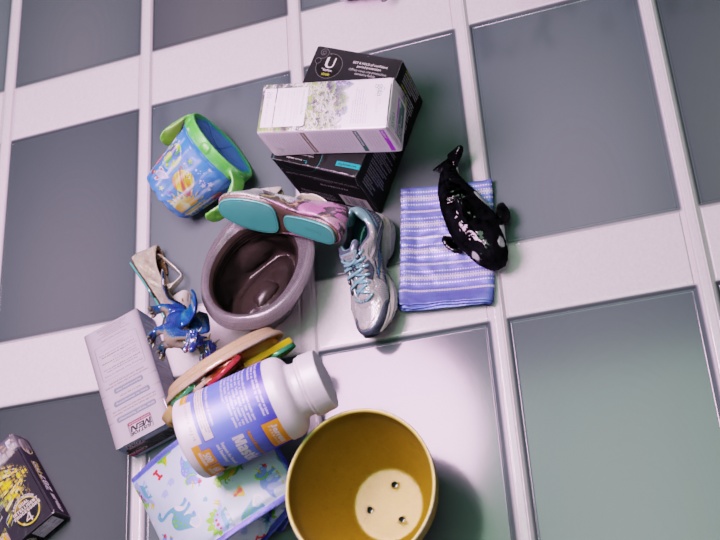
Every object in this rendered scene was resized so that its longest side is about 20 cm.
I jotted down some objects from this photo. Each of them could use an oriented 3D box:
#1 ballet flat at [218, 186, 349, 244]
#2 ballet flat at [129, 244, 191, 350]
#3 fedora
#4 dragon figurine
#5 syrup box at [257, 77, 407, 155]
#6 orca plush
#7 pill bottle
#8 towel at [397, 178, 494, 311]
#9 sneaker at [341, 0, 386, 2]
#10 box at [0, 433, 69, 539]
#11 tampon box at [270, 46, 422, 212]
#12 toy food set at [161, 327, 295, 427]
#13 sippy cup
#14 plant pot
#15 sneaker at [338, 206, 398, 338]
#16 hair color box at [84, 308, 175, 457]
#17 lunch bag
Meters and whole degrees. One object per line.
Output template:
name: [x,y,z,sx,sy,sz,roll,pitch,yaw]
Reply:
ballet flat: [-0.107,-0.088,1.546,0.199,0.069,0.071,12,48,19]
ballet flat: [-0.297,0.035,1.651,0.062,0.068,0.200,-33,62,-7]
fedora: [-0.145,0.011,1.588,0.176,0.090,0.201,8,65,21]
dragon figurine: [-0.254,0.069,1.543,0.099,0.059,0.201,-19,37,9]
syrup box: [-0.039,-0.217,1.506,0.199,0.081,0.079,0,71,18]
orca plush: [0.157,-0.097,1.519,0.105,0.071,0.201,-13,64,11]
pill bottle: [-0.134,0.182,1.382,0.199,0.112,0.113,-25,63,5]
towel: [0.124,-0.038,1.551,0.144,0.024,0.201,-5,67,17]
sneaker: [0.036,-0.535,1.761,0.113,0.075,0.201,15,80,24]
box: [-0.560,0.375,1.613,0.200,0.049,0.161,-40,58,1]
tampon box: [-0.017,-0.216,1.616,0.149,0.126,0.201,15,74,24]
toy food set: [-0.189,0.146,1.496,0.199,0.198,0.049,-27,80,-31]
sippy cup: [-0.264,-0.158,1.687,0.130,0.140,0.178,-42,22,11]
plant pot: [0.020,0.296,1.384,0.199,0.142,0.201,-8,66,17]
sneaker: [0.000,0.000,1.537,0.077,0.086,0.201,-19,59,31]
hair color box: [-0.341,0.170,1.612,0.099,0.061,0.201,-28,62,7]
lunch bag: [-0.188,0.302,1.466,0.200,0.127,0.170,-42,61,10]
